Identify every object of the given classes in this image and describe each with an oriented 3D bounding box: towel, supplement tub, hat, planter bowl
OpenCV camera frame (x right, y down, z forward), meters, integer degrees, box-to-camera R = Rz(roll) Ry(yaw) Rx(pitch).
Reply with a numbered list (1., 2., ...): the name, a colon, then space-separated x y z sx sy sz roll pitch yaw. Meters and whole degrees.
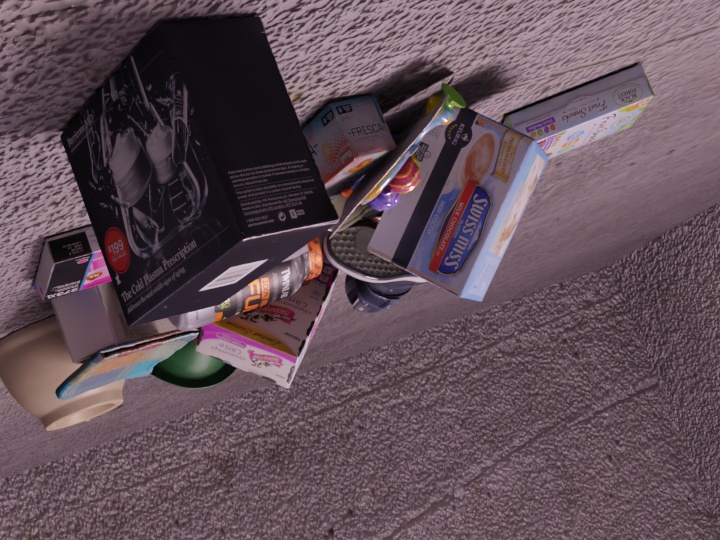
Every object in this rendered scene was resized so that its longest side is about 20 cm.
1. towel: -0.308 0.121 1.659 0.145 0.022 0.200 -15 170 -33
2. supplement tub: -0.155 -0.009 1.592 0.198 0.124 0.123 -19 170 -21
3. hat: -0.225 0.056 1.803 0.198 0.167 0.177 21 138 -2
4. planter bowl: -0.420 0.149 1.839 0.198 0.136 0.200 -22 170 -4

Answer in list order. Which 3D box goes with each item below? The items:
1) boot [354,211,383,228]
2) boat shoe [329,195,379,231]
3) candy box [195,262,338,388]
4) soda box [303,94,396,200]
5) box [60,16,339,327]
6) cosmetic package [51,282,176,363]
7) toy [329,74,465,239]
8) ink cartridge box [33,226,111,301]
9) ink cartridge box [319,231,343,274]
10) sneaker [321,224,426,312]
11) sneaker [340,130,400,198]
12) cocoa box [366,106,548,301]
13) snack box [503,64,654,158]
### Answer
1. boot: 0.035 -0.067 1.682 0.197 0.074 0.076 -6 131 4
2. boat shoe: 0.002 -0.102 1.616 0.066 0.075 0.198 5 -150 47
3. candy box: -0.121 0.050 1.692 0.201 0.135 0.061 -67 177 -50
4. soda box: -0.046 -0.117 1.402 0.063 0.069 0.199 -18 170 -38
5. box: -0.139 -0.078 1.049 0.103 0.184 0.199 -13 167 -41
6. cosmetic package: -0.322 0.065 1.689 0.070 0.106 0.200 -23 169 14
7. toy: 0.048 -0.115 1.389 0.201 0.047 0.115 -52 -173 25
8. ink cartridge box: -0.329 -0.006 1.489 0.094 0.038 0.200 -18 172 -23
9. ink cartridge box: 0.037 -0.074 1.794 0.198 0.084 0.147 -20 170 -12
10. sneaker: 0.001 0.002 1.679 0.200 0.078 0.145 10 155 -39
11. sneaker: 0.040 -0.129 1.530 0.078 0.076 0.199 -32 168 35
12. cocoa box: 0.118 -0.081 1.498 0.202 0.130 0.133 -65 164 4
13. snack box: 0.288 -0.204 1.738 0.198 0.054 0.142 -22 172 -5
